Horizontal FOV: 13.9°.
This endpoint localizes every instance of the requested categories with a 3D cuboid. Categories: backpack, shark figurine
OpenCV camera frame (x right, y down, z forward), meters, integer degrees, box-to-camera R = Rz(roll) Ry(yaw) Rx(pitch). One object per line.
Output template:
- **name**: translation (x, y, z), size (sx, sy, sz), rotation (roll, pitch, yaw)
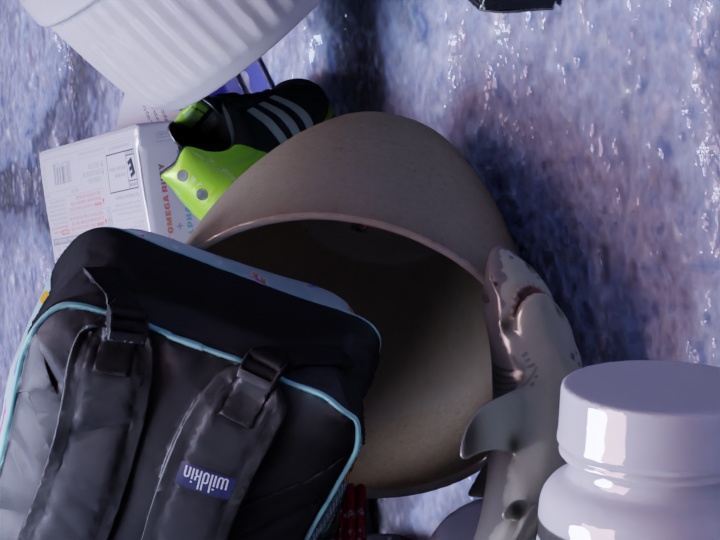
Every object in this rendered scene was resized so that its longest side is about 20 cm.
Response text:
- **backpack**: translation (-0.092, 0.090, 1.450), size (0.153, 0.175, 0.201), rotation (-78, 7, -65)
- **shark figurine**: translation (0.059, 0.112, 1.434), size (0.089, 0.128, 0.215), rotation (-20, 38, 61)

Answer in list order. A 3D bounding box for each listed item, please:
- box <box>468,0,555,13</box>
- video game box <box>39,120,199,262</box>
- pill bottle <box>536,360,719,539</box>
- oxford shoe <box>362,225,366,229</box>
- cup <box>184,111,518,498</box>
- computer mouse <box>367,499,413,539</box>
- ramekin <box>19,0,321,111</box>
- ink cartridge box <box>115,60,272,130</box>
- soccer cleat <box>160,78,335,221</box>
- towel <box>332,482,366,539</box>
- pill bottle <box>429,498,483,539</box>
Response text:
- **box**: translation (0.062, -0.254, 1.507), size (0.160, 0.043, 0.201), rotation (-128, 40, -50)
- **video game box**: translation (-0.148, 0.002, 1.921), size (0.200, 0.047, 0.183), rotation (174, 90, -66)
- **pill bottle**: translation (0.136, 0.149, 1.350), size (0.114, 0.113, 0.201), rotation (-154, 62, -61)
- **oxford shoe**: translation (-0.046, 0.005, 1.770), size (0.200, 0.070, 0.075), rotation (112, 149, -43)
- **cup**: translation (0.000, 0.000, 1.557), size (0.144, 0.199, 0.201), rotation (-78, 6, -47)
- **computer mouse**: translation (0.021, 0.187, 1.692), size (0.200, 0.052, 0.139), rotation (-158, 62, -76)
- **ramekin**: translation (-0.085, -0.181, 1.673), size (0.105, 0.200, 0.200), rotation (47, 160, -15)
- **ink cartridge box**: translation (-0.106, -0.064, 1.917), size (0.200, 0.043, 0.197), rotation (107, 148, -42)
- **soccer cleat**: translation (-0.065, -0.078, 1.701), size (0.068, 0.081, 0.200), rotation (-47, 10, 21)
- **towel**: translation (-0.010, 0.227, 1.538), size (0.145, 0.022, 0.201), rotation (88, -176, -47)
- **pill bottle**: translation (0.063, 0.219, 1.524), size (0.200, 0.111, 0.111), rotation (108, 146, -44)
